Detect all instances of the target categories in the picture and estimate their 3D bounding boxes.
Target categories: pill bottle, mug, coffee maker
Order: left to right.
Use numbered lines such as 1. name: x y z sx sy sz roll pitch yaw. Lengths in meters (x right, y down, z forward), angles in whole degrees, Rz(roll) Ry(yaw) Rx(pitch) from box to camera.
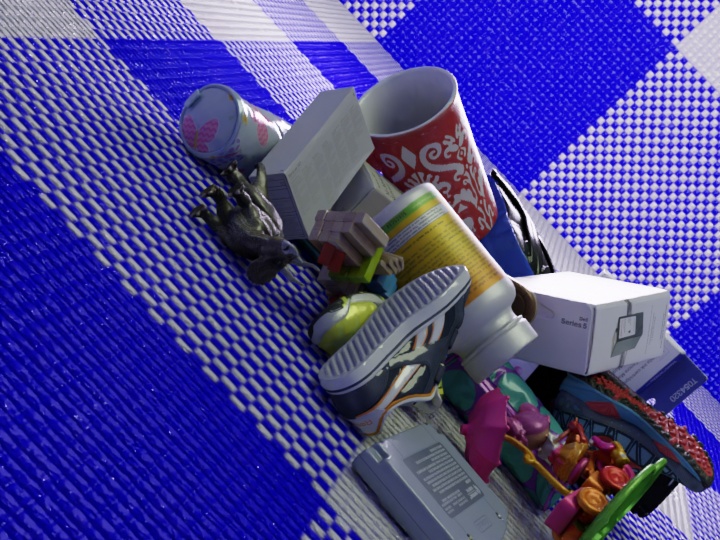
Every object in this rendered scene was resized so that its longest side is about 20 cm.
1. mug: 0.067 -0.125 1.819 0.134 0.177 0.200 -84 154 -48
2. pill bottle: 0.091 0.017 1.554 0.200 0.111 0.111 51 13 7
3. coffee maker: 0.299 0.180 1.808 0.200 0.135 0.192 41 -27 29

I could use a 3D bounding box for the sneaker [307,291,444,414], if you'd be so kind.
1. sneaker: 0.025 0.082 1.457 0.200 0.075 0.076 28 22 -50

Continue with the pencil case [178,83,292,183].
1. pencil case: -0.117 -0.143 1.655 0.200 0.083 0.091 21 42 -60

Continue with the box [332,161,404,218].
1. box: 0.049 -0.042 1.744 0.200 0.068 0.082 37 16 -34

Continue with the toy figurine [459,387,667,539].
1. toy figurine: 0.195 0.190 1.521 0.184 0.150 0.200 40 36 17

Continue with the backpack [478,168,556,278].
1. backpack: 0.168 0.007 1.914 0.163 0.168 0.200 50 11 -35

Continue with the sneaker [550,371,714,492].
1. sneaker: 0.299 0.194 1.650 0.200 0.096 0.079 36 19 26

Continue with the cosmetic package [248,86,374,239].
1. cosmetic package: -0.051 -0.120 1.631 0.200 0.051 0.083 -56 136 -50

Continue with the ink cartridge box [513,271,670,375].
1. ink cartridge box: 0.250 0.058 1.727 0.145 0.084 0.200 12 11 35

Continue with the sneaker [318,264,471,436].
1. sneaker: 0.043 0.075 1.385 0.078 0.200 0.079 -5 -60 50

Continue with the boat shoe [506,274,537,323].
1. boat shoe: 0.106 0.029 1.656 0.202 0.075 0.075 8 2 23

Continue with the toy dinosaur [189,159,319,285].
1. toy dinosaur: -0.109 -0.046 1.462 0.102 0.077 0.200 54 5 -21

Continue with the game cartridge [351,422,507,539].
1. game cartridge: 0.069 0.202 1.324 0.133 0.040 0.200 46 12 13

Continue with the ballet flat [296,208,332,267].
1. ballet flat: 0.000 0.000 1.620 0.200 0.065 0.071 51 -10 13

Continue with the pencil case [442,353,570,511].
1. pencil case: 0.168 0.164 1.637 0.200 0.085 0.092 49 -7 14

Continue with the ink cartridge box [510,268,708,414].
1. ink cartridge box: 0.318 0.136 1.949 0.200 0.196 0.043 46 14 3

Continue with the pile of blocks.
1. pile of blocks: -0.003 0.014 1.471 0.082 0.062 0.200 16 -23 16
